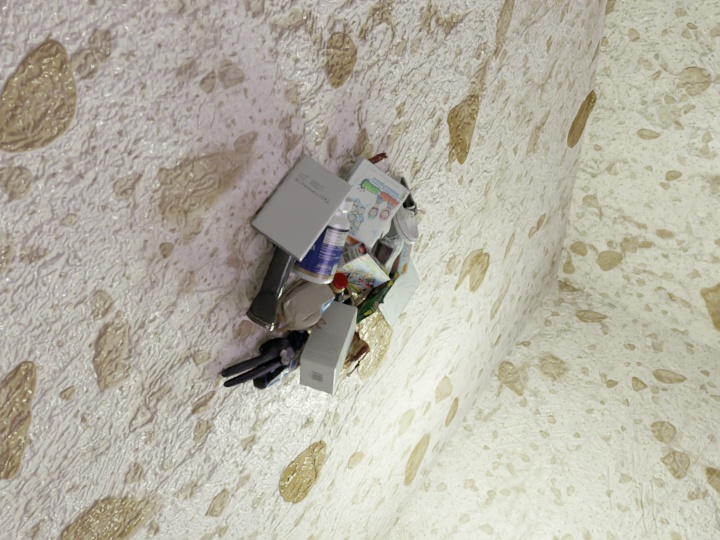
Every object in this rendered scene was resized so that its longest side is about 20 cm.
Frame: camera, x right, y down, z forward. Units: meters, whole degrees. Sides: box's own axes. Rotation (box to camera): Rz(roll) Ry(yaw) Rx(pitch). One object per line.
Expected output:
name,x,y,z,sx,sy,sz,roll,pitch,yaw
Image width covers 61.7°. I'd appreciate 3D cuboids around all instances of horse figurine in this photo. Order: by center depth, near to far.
horse figurine,0.015,-0.213,1.546,0.131,0.050,0.203,-27,141,-36
horse figurine,-0.021,0.237,1.729,0.133,0.050,0.199,-48,-168,-16

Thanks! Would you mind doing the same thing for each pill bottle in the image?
pill bottle,-0.090,-0.082,1.412,0.115,0.114,0.204,-1,113,-59

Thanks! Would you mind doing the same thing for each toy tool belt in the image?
toy tool belt,-0.124,0.084,1.513,0.199,0.125,0.123,-34,171,-39

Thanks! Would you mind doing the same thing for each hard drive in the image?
hard drive,-0.125,-0.137,1.296,0.202,0.131,0.027,-55,176,-17

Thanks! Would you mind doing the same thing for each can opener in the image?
can opener,-0.242,0.226,1.443,0.198,0.078,0.065,-29,110,-34

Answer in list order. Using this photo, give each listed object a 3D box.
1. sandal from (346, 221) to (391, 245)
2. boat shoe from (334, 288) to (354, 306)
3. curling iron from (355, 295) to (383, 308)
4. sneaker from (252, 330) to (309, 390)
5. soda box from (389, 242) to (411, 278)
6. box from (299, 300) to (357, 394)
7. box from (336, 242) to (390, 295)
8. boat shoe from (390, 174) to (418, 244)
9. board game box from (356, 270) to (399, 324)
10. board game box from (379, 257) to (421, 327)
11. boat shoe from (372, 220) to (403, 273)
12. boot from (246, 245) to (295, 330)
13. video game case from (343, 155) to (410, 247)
sandal,0.037,-0.117,1.633,0.206,0.058,0.081,-33,112,-44
boat shoe,-0.049,0.092,1.672,0.074,0.064,0.201,-57,152,-17
curling iron,0.005,0.115,1.806,0.199,0.049,0.026,-34,141,-40
sneaker,-0.193,0.240,1.534,0.200,0.075,0.078,-42,141,-35
soda box,0.113,-0.080,1.807,0.063,0.068,0.204,-26,133,-47
box,-0.084,0.197,1.580,0.126,0.095,0.202,98,11,-47
box,0.000,0.000,1.655,0.109,0.035,0.200,-27,152,10
boat shoe,0.129,-0.170,1.676,0.072,0.065,0.204,-31,108,-42
board game box,0.041,0.080,1.756,0.104,0.024,0.200,-33,-168,40
board game box,0.122,0.064,1.983,0.202,0.026,0.201,-57,151,-15
boat shoe,0.070,-0.057,1.751,0.064,0.074,0.205,-16,133,-58
boot,-0.177,0.014,1.315,0.072,0.182,0.202,29,98,-21
video game case,0.014,-0.168,1.521,0.199,0.024,0.183,26,104,-46
